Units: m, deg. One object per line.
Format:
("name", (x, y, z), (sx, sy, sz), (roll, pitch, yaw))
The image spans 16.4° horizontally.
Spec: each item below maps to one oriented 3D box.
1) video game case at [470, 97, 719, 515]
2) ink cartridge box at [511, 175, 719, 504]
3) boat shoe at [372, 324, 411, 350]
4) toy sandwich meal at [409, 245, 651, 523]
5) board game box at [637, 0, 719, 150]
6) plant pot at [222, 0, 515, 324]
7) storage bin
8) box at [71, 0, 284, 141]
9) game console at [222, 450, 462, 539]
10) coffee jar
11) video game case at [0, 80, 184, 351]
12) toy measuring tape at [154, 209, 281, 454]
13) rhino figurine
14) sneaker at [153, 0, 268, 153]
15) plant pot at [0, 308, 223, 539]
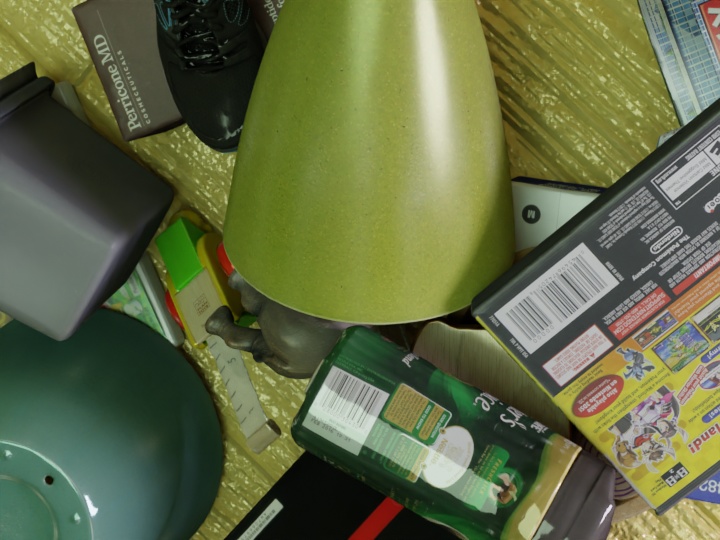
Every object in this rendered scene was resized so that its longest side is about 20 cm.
("video game case", (0.198, 0.025, 1.506), (0.200, 0.026, 0.181), (-40, 104, 16))
("ink cartridge box", (0.180, 0.050, 1.614), (0.198, 0.041, 0.201), (7, 101, 17))
("boat shoe", (0.033, 0.094, 1.665), (0.076, 0.072, 0.201), (-11, 87, -15))
("toy sandwich meal", (0.122, 0.076, 1.579), (0.204, 0.070, 0.206), (4, 103, 18))
("board game box", (0.247, -0.100, 1.530), (0.199, 0.062, 0.201), (-22, 84, 12))
("plant pot", (0.010, -0.103, 1.526), (0.186, 0.187, 0.201), (14, 126, 16))
("storage bin", (-0.216, -0.030, 1.637), (0.134, 0.200, 0.146), (32, 107, 2))
("box", (-0.079, -0.168, 1.649), (0.199, 0.075, 0.101), (-22, 92, 22))
("game console", (-0.023, 0.213, 1.580), (0.200, 0.031, 0.177), (-47, 51, -2))
("coffee jar", (0.061, 0.114, 1.515), (0.199, 0.104, 0.086), (30, 87, 7))
("video game case", (-0.240, -0.005, 1.756), (0.181, 0.022, 0.201), (-24, 91, 21))
("toy measuring tape", (-0.082, 0.040, 1.666), (0.073, 0.073, 0.201), (-39, 56, 20))
("rhino figurine", (0.000, 0.000, 1.613), (0.087, 0.200, 0.060), (39, 150, 28))
("sneaker", (-0.106, -0.168, 1.572), (0.073, 0.082, 0.201), (-6, 105, 15))
("plant pot", (-0.210, 0.142, 1.681), (0.199, 0.161, 0.202), (4, 108, 13))
